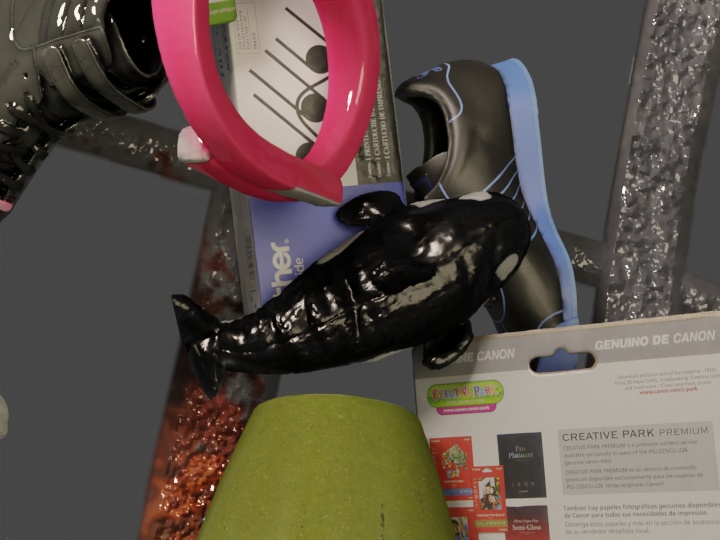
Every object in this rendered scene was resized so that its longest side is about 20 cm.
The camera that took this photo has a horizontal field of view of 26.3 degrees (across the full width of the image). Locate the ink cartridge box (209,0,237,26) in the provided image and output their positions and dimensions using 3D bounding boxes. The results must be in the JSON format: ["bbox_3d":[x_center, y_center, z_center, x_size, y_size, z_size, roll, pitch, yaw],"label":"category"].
[{"bbox_3d":[-0.155,-0.221,0.793,0.148,0.076,0.200,-14,113,-21],"label":"ink cartridge box"}]

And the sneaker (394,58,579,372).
[{"bbox_3d":[0.071,-0.024,0.901,0.078,0.070,0.200,-9,83,-16],"label":"sneaker"}]

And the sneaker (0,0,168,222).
[{"bbox_3d":[-0.153,-0.074,0.717,0.071,0.099,0.200,37,75,-48],"label":"sneaker"}]

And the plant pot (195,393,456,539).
[{"bbox_3d":[-0.017,0.173,0.802,0.187,0.187,0.200,12,68,-19],"label":"plant pot"}]

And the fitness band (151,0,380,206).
[{"bbox_3d":[-0.044,-0.110,0.767,0.200,0.037,0.144,22,68,-62],"label":"fitness band"}]

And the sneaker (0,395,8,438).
[{"bbox_3d":[-0.236,0.029,0.742,0.078,0.200,0.099,-16,62,16],"label":"sneaker"}]

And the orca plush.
[{"bbox_3d":[0.000,0.000,0.809,0.200,0.071,0.105,-8,73,-5],"label":"orca plush"}]

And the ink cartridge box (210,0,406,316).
[{"bbox_3d":[-0.026,-0.054,0.876,0.094,0.044,0.200,-6,88,-18],"label":"ink cartridge box"}]

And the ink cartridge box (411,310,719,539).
[{"bbox_3d":[0.135,0.115,0.833,0.084,0.200,0.176,-2,86,-54],"label":"ink cartridge box"}]
